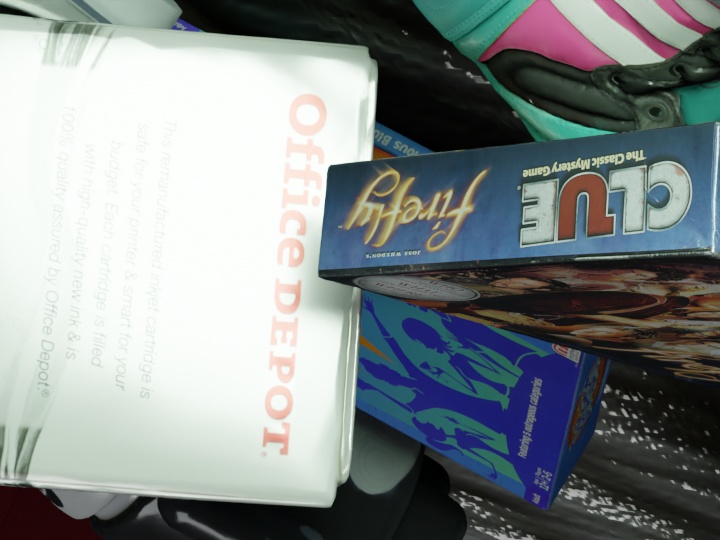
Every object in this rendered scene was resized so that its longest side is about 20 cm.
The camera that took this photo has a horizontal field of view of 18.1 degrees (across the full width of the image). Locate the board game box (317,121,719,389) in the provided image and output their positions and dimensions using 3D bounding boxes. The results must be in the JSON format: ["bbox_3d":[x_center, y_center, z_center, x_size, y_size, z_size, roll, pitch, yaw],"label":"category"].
[{"bbox_3d":[0.104,0.002,0.663,0.135,0.035,0.200,-4,166,43],"label":"board game box"}]

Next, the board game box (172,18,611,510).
[{"bbox_3d":[0.000,0.000,0.854,0.199,0.045,0.152,28,156,14],"label":"board game box"}]

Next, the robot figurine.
[{"bbox_3d":[-0.054,0.082,0.995,0.200,0.125,0.150,31,153,-18],"label":"robot figurine"}]

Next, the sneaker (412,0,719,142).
[{"bbox_3d":[0.099,-0.074,0.626,0.200,0.084,0.121,7,146,44],"label":"sneaker"}]

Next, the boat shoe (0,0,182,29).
[{"bbox_3d":[-0.156,-0.116,0.740,0.200,0.065,0.074,30,-172,-14],"label":"boat shoe"}]

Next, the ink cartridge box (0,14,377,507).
[{"bbox_3d":[-0.100,-0.003,0.730,0.199,0.147,0.084,6,173,-4],"label":"ink cartridge box"}]

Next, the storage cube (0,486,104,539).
[{"bbox_3d":[-0.199,0.231,1.329,0.170,0.180,0.200,10,152,24],"label":"storage cube"}]
